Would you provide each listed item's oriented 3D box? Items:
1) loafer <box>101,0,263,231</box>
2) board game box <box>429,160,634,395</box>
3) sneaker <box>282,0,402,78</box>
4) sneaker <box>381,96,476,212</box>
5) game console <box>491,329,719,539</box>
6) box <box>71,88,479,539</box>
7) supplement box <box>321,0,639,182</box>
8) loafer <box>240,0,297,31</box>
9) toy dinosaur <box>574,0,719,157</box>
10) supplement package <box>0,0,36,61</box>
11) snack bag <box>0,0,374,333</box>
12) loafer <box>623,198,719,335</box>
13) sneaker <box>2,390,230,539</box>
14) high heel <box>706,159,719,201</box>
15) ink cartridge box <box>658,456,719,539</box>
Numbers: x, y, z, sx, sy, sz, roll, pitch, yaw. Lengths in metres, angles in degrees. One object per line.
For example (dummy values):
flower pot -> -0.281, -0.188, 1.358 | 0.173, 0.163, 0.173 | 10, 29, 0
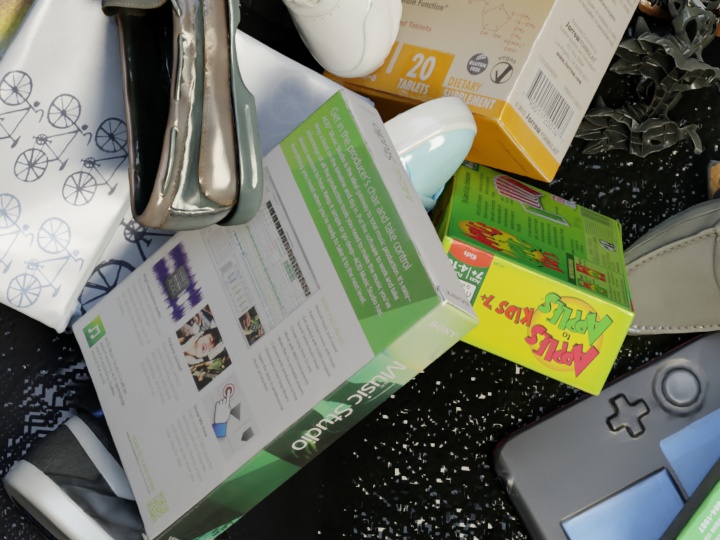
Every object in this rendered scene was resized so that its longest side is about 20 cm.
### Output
loafer -> -0.096, -0.118, 1.222 | 0.063, 0.072, 0.201 | -11, 89, -30
board game box -> 0.085, -0.001, 1.312 | 0.101, 0.200, 0.048 | 22, 104, -2
sneaker -> -0.047, -0.179, 1.285 | 0.099, 0.078, 0.201 | -46, 120, -43
sneaker -> 0.000, 0.000, 1.298 | 0.200, 0.074, 0.082 | -46, 71, 19
game console -> 0.190, 0.146, 1.367 | 0.176, 0.031, 0.201 | -25, 78, -16
box -> -0.046, 0.027, 1.240 | 0.200, 0.036, 0.145 | -40, 52, 21
supplement box -> 0.082, -0.161, 1.365 | 0.126, 0.074, 0.201 | 16, 73, 37
loafer -> -0.072, -0.203, 1.409 | 0.199, 0.072, 0.063 | 32, 62, 3
toy dinosaur -> 0.174, -0.146, 1.429 | 0.199, 0.102, 0.136 | 5, 53, 15
supplement package -> -0.182, -0.126, 1.321 | 0.199, 0.110, 0.114 | -26, 121, -10
snack bag -> -0.114, -0.048, 1.303 | 0.199, 0.021, 0.189 | 27, 100, -28
loafer -> 0.221, -0.006, 1.358 | 0.199, 0.070, 0.070 | -20, 105, 21
sneaker -> -0.078, 0.136, 1.303 | 0.200, 0.073, 0.112 | 42, 73, 7
high heel -> 0.298, -0.059, 1.425 | 0.200, 0.071, 0.143 | -43, 90, -10
ink cartridge box -> 0.270, 0.160, 1.316 | 0.200, 0.084, 0.146 | 39, 72, 5
